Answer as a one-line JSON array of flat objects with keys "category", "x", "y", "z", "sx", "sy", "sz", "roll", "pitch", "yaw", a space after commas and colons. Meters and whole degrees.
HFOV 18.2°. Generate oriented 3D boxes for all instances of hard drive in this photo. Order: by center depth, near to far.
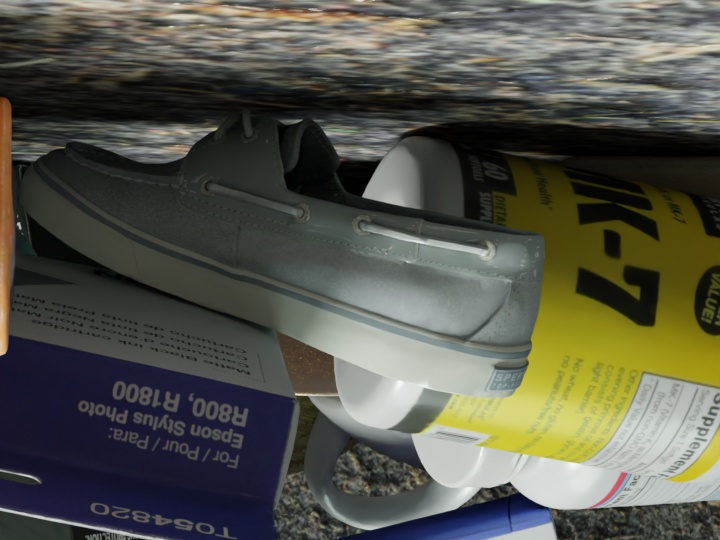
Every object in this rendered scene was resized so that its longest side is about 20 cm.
[{"category": "hard drive", "x": -0.003, "y": 0.146, "z": 1.096, "sx": 0.199, "sy": 0.025, "sz": 0.132, "roll": -15, "pitch": 178, "yaw": 3}]

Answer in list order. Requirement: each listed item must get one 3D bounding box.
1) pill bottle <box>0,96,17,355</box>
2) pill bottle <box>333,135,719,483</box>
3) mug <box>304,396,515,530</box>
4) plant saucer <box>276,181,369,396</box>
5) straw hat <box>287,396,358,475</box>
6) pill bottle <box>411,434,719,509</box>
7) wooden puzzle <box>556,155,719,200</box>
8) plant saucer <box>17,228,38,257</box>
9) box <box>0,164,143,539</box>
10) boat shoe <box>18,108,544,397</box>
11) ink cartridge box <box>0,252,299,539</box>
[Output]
[{"category": "pill bottle", "x": -0.191, "y": -0.013, "z": 0.594, "sx": 0.199, "sy": 0.107, "sz": 0.106, "roll": 1, "pitch": 177, "yaw": -10}, {"category": "pill bottle", "x": 0.099, "y": 0.021, "z": 0.882, "sx": 0.199, "sy": 0.115, "sz": 0.114, "roll": 11, "pitch": 174, "yaw": -17}, {"category": "mug", "x": 0.047, "y": 0.055, "z": 1.160, "sx": 0.175, "sy": 0.200, "sz": 0.148, "roll": 9, "pitch": -147, "yaw": -38}, {"category": "plant saucer", "x": 0.000, "y": 0.000, "z": 1.000, "sx": 0.199, "sy": 0.032, "sz": 0.200, "roll": -4, "pitch": -159, "yaw": 1}, {"category": "straw hat", "x": -0.070, "y": 0.013, "z": 1.232, "sx": 0.200, "sy": 0.201, "sz": 0.085, "roll": 0, "pitch": 137, "yaw": 6}, {"category": "pill bottle", "x": 0.128, "y": 0.055, "z": 1.044, "sx": 0.199, "sy": 0.109, "sz": 0.109, "roll": 0, "pitch": 178, "yaw": -25}, {"category": "wooden puzzle", "x": 0.177, "y": -0.030, "z": 0.997, "sx": 0.184, "sy": 0.037, "sz": 0.200, "roll": 1, "pitch": 173, "yaw": 8}, {"category": "plant saucer", "x": -0.212, "y": -0.011, "z": 0.860, "sx": 0.199, "sy": 0.027, "sz": 0.200, "roll": 6, "pitch": 155, "yaw": 3}, {"category": "box", "x": -0.182, "y": 0.065, "z": 1.060, "sx": 0.148, "sy": 0.201, "sz": 0.124, "roll": -11, "pitch": 173, "yaw": 19}, {"category": "boat shoe", "x": -0.026, "y": -0.019, "z": 0.789, "sx": 0.200, "sy": 0.072, "sz": 0.070, "roll": 20, "pitch": -171, "yaw": 20}, {"category": "ink cartridge box", "x": -0.121, "y": 0.027, "z": 0.717, "sx": 0.199, "sy": 0.041, "sz": 0.200, "roll": 12, "pitch": -170, "yaw": -9}]
